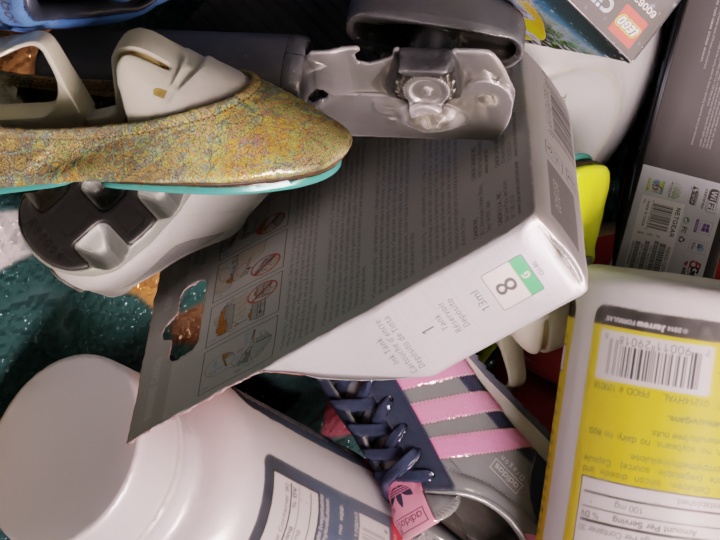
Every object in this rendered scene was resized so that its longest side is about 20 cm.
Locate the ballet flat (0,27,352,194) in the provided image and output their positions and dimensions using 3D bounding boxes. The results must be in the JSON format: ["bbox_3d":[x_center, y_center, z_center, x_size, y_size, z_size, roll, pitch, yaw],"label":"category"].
[{"bbox_3d":[-0.104,-0.063,0.914,0.071,0.199,0.071,-2,90,-74],"label":"ballet flat"}]

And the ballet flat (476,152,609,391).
[{"bbox_3d":[0.070,0.019,1.133,0.067,0.067,0.200,-13,159,-38],"label":"ballet flat"}]

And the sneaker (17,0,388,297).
[{"bbox_3d":[-0.058,-0.063,1.028,0.200,0.074,0.089,-37,160,-3],"label":"sneaker"}]

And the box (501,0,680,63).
[{"bbox_3d":[0.024,-0.166,0.938,0.200,0.136,0.038,41,83,-23],"label":"box"}]

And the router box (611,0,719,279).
[{"bbox_3d":[0.176,-0.106,1.174,0.157,0.052,0.201,-69,173,-68],"label":"router box"}]

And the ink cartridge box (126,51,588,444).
[{"bbox_3d":[0.000,0.000,0.996,0.199,0.161,0.050,-31,114,18],"label":"ink cartridge box"}]

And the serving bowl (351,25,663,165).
[{"bbox_3d":[0.070,-0.081,1.111,0.199,0.066,0.201,-26,143,-21],"label":"serving bowl"}]

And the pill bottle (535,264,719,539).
[{"bbox_3d":[0.139,0.103,1.071,0.111,0.111,0.201,5,95,-45],"label":"pill bottle"}]

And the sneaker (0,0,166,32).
[{"bbox_3d":[-0.078,-0.136,0.959,0.199,0.078,0.066,-20,126,-36],"label":"sneaker"}]

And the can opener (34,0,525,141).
[{"bbox_3d":[-0.032,-0.087,0.965,0.053,0.199,0.067,80,17,-52],"label":"can opener"}]

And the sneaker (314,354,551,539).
[{"bbox_3d":[0.027,0.080,1.114,0.070,0.200,0.082,-42,-171,47],"label":"sneaker"}]

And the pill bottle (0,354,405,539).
[{"bbox_3d":[-0.075,0.113,1.085,0.200,0.119,0.120,33,90,-49],"label":"pill bottle"}]

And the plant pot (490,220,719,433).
[{"bbox_3d":[0.157,0.084,1.232,0.200,0.200,0.183,-19,124,-35],"label":"plant pot"}]
